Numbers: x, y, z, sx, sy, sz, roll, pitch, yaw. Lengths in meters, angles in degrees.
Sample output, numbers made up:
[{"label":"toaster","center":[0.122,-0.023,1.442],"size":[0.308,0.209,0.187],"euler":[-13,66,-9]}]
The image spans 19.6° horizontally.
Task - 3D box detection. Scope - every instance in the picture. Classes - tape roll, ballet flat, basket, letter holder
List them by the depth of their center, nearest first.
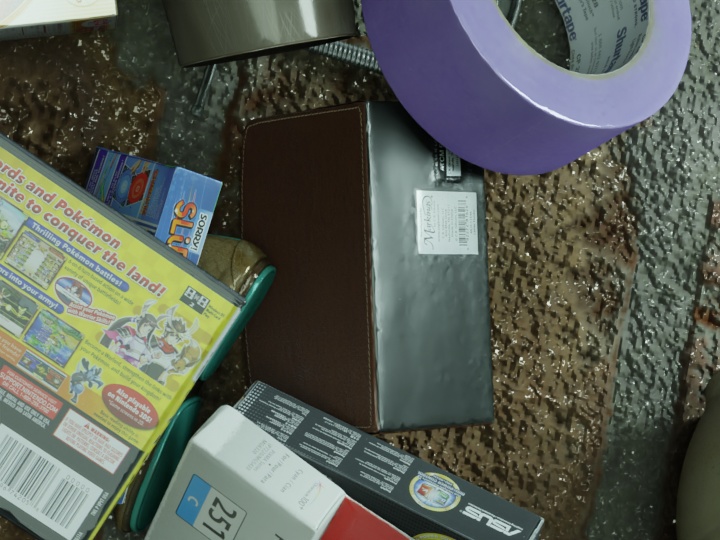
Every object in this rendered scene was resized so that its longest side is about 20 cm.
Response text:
[{"label":"basket","center":[-0.073,-0.233,1.274],"size":[0.135,0.180,0.202],"euler":[-8,96,26]},{"label":"tape roll","center":[0.104,-0.167,1.295],"size":[0.198,0.085,0.202],"euler":[14,65,-31]},{"label":"ballet flat","center":[-0.126,0.065,1.324],"size":[0.072,0.068,0.201],"euler":[28,99,11]},{"label":"letter holder","center":[0.000,0.000,1.333],"size":[0.100,0.141,0.202],"euler":[-1,88,-40]}]

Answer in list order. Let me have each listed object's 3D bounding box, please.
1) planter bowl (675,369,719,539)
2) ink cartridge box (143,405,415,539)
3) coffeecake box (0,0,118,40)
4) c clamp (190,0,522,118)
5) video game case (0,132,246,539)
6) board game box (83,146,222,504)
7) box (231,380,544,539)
[{"label":"planter bowl","center":[0.292,0.126,1.338],"size":[0.198,0.201,0.136],"euler":[-3,65,-8]},{"label":"ink cartridge box","center":[-0.052,0.202,1.269],"size":[0.175,0.201,0.045],"euler":[34,42,8]},{"label":"coffeecake box","center":[-0.257,-0.220,1.293],"size":[0.198,0.073,0.155],"euler":[-7,91,-8]},{"label":"c clamp","center":[0.003,-0.162,1.357],"size":[0.198,0.027,0.173],"euler":[12,84,-4]},{"label":"video game case","center":[-0.195,0.038,1.195],"size":[0.199,0.025,0.182],"euler":[34,87,-9]},{"label":"board game box","center":[-0.155,0.029,1.284],"size":[0.034,0.135,0.202],"euler":[18,90,-29]},{"label":"box","center":[0.000,0.177,1.279],"size":[0.199,0.044,0.161],"euler":[25,131,14]}]
